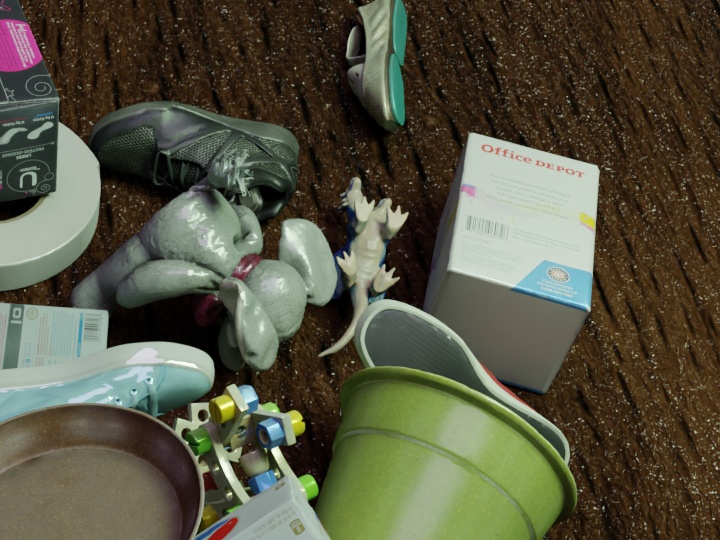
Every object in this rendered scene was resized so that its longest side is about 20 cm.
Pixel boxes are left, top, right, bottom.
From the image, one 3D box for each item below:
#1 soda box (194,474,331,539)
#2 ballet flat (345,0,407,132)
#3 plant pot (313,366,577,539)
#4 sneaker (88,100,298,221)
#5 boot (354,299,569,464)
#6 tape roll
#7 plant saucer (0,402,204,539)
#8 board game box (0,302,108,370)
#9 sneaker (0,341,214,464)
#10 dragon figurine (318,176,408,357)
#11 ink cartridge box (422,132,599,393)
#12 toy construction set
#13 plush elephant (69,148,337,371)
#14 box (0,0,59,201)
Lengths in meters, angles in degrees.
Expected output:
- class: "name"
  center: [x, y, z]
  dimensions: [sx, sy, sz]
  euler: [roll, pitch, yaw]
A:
- class: "soda box"
  center: [-0.111, 0.221, 0.920]
  dimensions: [0.199, 0.068, 0.064]
  euler: [-34, 97, -2]
- class: "ballet flat"
  center: [0.015, -0.210, 1.460]
  dimensions: [0.062, 0.068, 0.201]
  euler: [-10, 43, 13]
- class: "plant pot"
  center: [0.032, 0.206, 1.022]
  dimensions: [0.198, 0.201, 0.191]
  euler: [26, 59, 9]
- class: "sneaker"
  center: [-0.152, -0.091, 1.288]
  dimensions: [0.197, 0.077, 0.115]
  euler: [10, 41, -14]
- class: "boot"
  center: [0.070, 0.096, 1.141]
  dimensions: [0.199, 0.144, 0.073]
  euler: [39, 88, -8]
- class: "tape roll"
  center: [-0.330, -0.069, 1.247]
  dimensions: [0.200, 0.037, 0.204]
  euler: [7, 48, -8]
- class: "plant saucer"
  center: [-0.197, 0.168, 0.909]
  dimensions: [0.197, 0.035, 0.201]
  euler: [-3, 40, 3]
- class: "board game box"
  center: [-0.301, 0.100, 1.090]
  dimensions: [0.197, 0.065, 0.149]
  euler: [6, 49, -11]
- class: "sneaker"
  center: [-0.200, 0.112, 1.022]
  dimensions: [0.197, 0.074, 0.083]
  euler: [-11, 57, -7]
- class: "dragon figurine"
  center: [0.000, 0.000, 1.261]
  dimensions: [0.058, 0.100, 0.202]
  euler: [12, 67, -7]
- class: "ink cartridge box"
  center: [0.135, -0.017, 1.268]
  dimensions: [0.127, 0.126, 0.201]
  euler: [15, 47, -2]
- class: "toy construction set"
  center: [-0.100, 0.151, 1.037]
  dimensions: [0.091, 0.200, 0.133]
  euler: [-20, 91, -21]
- class: "plush elephant"
  center: [-0.109, 0.012, 1.163]
  dimensions: [0.155, 0.200, 0.164]
  euler: [53, 41, 3]
- class: "box"
  center: [-0.351, -0.162, 1.221]
  dimensions: [0.131, 0.115, 0.201]
  euler: [-13, 52, -23]
